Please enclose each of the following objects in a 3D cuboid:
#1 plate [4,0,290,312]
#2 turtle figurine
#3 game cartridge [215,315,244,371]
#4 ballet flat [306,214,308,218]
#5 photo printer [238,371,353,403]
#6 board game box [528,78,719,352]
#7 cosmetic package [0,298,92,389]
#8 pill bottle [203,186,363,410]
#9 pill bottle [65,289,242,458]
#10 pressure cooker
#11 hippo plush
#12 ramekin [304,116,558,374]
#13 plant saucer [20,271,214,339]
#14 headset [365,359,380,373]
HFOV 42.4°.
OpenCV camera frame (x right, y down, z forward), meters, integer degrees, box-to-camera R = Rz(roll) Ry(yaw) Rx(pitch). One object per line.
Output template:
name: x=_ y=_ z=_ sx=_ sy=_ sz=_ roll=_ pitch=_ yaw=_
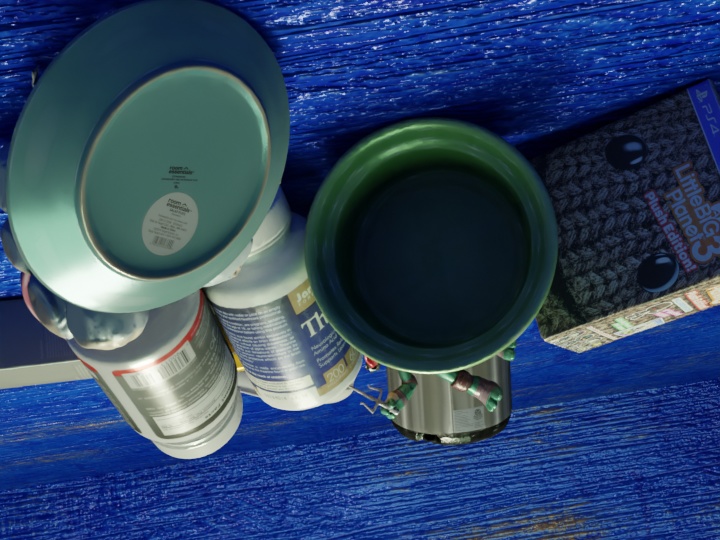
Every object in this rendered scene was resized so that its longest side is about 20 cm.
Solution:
plate: x=-0.113 y=-0.060 z=0.556 sx=0.026 sy=0.201 sz=0.200 roll=30 pitch=-170 yaw=36
turtle figurine: x=0.081 y=0.102 z=1.123 sx=0.198 sy=0.101 sz=0.151 roll=12 pitch=121 yaw=-11
game cartridge: x=-0.085 y=0.069 z=1.101 sx=0.198 sy=0.033 sz=0.176 roll=-4 pitch=-163 yaw=-11
ballet flat: x=-0.049 y=-0.017 z=0.913 sx=0.199 sy=0.069 sz=0.068 roll=-22 pitch=161 yaw=37
photo printer: x=-0.118 y=0.142 z=1.312 sx=0.199 sy=0.070 sz=0.166 roll=8 pitch=178 yaw=38
board game box: x=0.241 y=-0.039 z=0.803 sx=0.199 sy=0.161 sz=0.097 roll=-24 pitch=159 yaw=25
cosmetic package: x=-0.367 y=0.082 z=1.057 sx=0.198 sy=0.091 sz=0.107 roll=-2 pitch=163 yaw=-12
pill bottle: x=-0.075 y=0.019 z=0.818 sx=0.110 sy=0.111 sz=0.201 roll=-12 pitch=128 yaw=11
pill bottle: x=-0.171 y=0.079 z=0.812 sx=0.113 sy=0.115 sz=0.201 roll=-9 pitch=145 yaw=2
pressure cooker: x=0.121 y=0.115 z=1.259 sx=0.178 sy=0.202 sz=0.175 roll=6 pitch=-163 yaw=39
hippo plush: x=-0.157 y=-0.056 z=0.661 sx=0.160 sy=0.201 sz=0.159 roll=-20 pitch=-142 yaw=-41
ramekin: x=0.061 y=-0.016 z=0.763 sx=0.198 sy=0.202 sz=0.098 roll=-12 pitch=171 yaw=10
plant saucer: x=-0.206 y=0.015 z=0.853 sx=0.199 sy=0.051 sz=0.201 roll=-14 pitch=145 yaw=-10
headset: x=-0.053 y=0.093 z=1.247 sx=0.199 sy=0.095 sz=0.123 roll=-7 pitch=169 yaw=37
